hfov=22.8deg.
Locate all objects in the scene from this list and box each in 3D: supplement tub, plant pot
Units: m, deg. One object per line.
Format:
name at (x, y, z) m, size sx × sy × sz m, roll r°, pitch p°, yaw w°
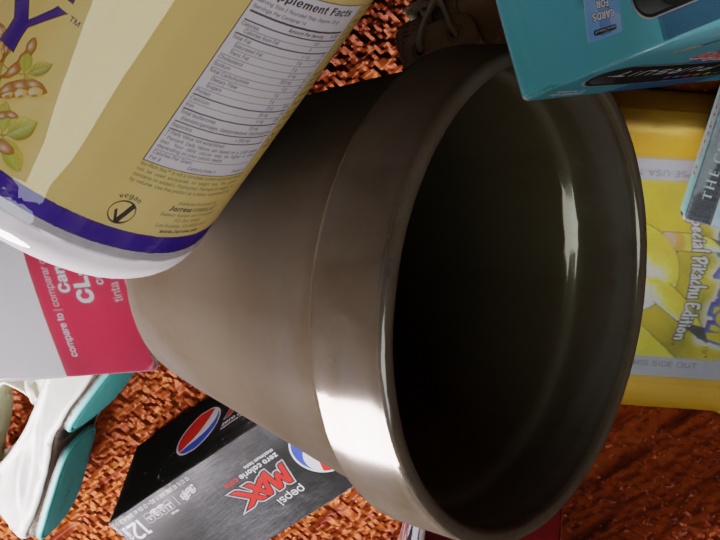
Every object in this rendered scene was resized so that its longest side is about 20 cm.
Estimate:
supplement tub at (-0.073, -0.113, 0.648) m, size 0.145 × 0.146 × 0.200 m, roll 32°, pitch 114°, yaw -13°
plant pot at (0.000, 0.000, 0.757) m, size 0.173 × 0.200 × 0.201 m, roll 9°, pitch 130°, yaw 35°

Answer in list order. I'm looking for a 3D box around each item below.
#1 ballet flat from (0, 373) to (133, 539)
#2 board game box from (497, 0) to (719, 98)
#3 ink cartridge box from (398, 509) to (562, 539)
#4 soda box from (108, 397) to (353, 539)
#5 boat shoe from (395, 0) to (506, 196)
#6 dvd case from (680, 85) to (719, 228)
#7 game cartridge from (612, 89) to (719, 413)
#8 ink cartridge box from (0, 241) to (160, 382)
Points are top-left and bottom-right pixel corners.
ballet flat at (-0.165, 0.067, 0.969) m, size 0.069 × 0.070 × 0.200 m, roll 25°, pitch 126°, yaw -8°
board game box at (0.173, -0.116, 0.644) m, size 0.199 × 0.150 × 0.047 m, roll -19°, pitch 84°, yaw 46°
ink cartridge box at (0.055, 0.190, 0.926) m, size 0.083 × 0.200 × 0.176 m, roll 12°, pitch 127°, yaw 0°
soda box at (-0.041, 0.089, 0.951) m, size 0.200 × 0.071 × 0.063 m, roll -34°, pitch 112°, yaw 28°
boat shoe at (0.046, -0.095, 0.811) m, size 0.065 × 0.072 × 0.200 m, roll 23°, pitch 131°, yaw -9°
dvd case at (0.260, -0.065, 0.797) m, size 0.199 × 0.022 × 0.147 m, roll 16°, pitch 107°, yaw 0°
game cartridge at (0.169, -0.004, 0.876) m, size 0.199 × 0.033 × 0.177 m, roll 5°, pitch 125°, yaw 7°
ink cartridge box at (-0.182, -0.018, 0.855) m, size 0.199 × 0.148 × 0.086 m, roll -4°, pitch 124°, yaw 11°
